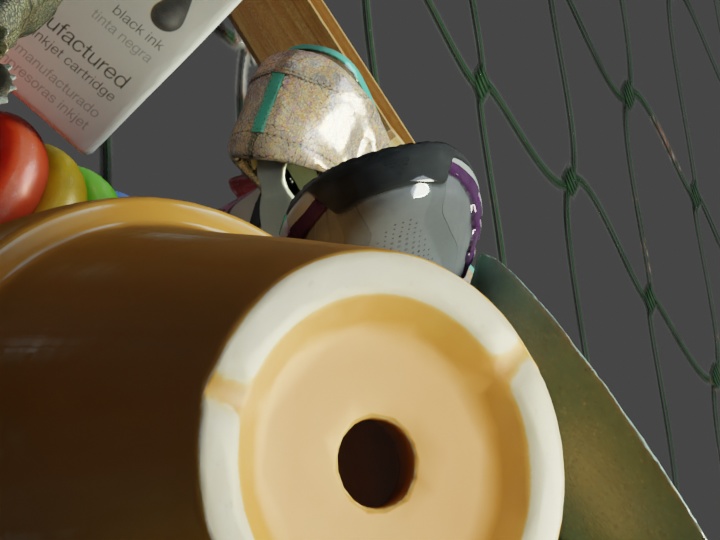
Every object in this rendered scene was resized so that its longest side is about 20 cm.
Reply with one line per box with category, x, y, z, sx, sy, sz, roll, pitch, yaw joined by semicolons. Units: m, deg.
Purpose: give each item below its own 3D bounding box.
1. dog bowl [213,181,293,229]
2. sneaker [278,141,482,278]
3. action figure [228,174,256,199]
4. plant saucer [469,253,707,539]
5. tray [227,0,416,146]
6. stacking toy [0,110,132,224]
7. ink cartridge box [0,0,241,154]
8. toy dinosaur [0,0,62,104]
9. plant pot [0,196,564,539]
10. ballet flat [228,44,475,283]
dog bowl;-0.035;0.061;1.199;0.200;0.074;0.200;-13;90;-72
sneaker;0.015;0.029;1.020;0.200;0.074;0.088;98;-26;-65
action figure;0.013;0.042;1.320;0.065;0.099;0.200;-43;121;-71
plant saucer;0.083;0.088;1.046;0.201;0.039;0.201;58;-4;7
tray;-0.026;-0.097;1.268;0.200;0.037;0.099;60;6;34
stacking toy;-0.113;-0.011;1.019;0.200;0.085;0.085;49;33;-48
ink cartridge box;-0.074;-0.162;0.964;0.145;0.200;0.084;42;27;-10
toy dinosaur;-0.106;-0.104;0.899;0.077;0.200;0.102;37;-6;-2
plant pot;-0.040;0.068;0.877;0.200;0.183;0.200;6;79;-33
ballet flat;0.000;0.000;1.151;0.200;0.068;0.067;57;46;-35
